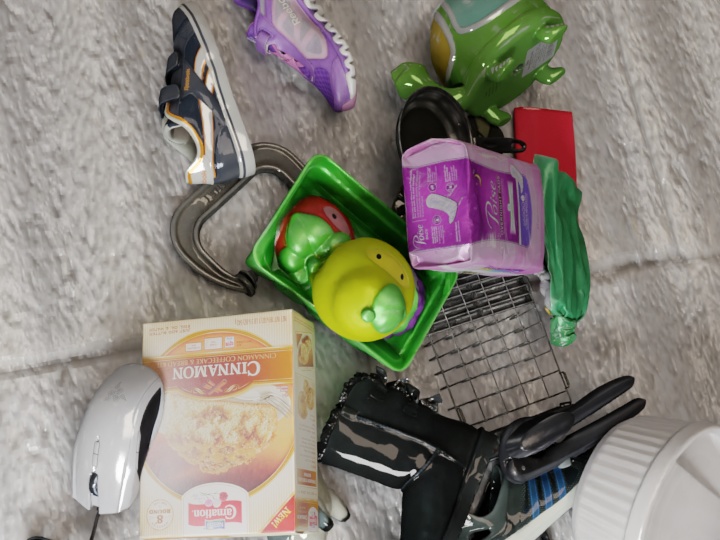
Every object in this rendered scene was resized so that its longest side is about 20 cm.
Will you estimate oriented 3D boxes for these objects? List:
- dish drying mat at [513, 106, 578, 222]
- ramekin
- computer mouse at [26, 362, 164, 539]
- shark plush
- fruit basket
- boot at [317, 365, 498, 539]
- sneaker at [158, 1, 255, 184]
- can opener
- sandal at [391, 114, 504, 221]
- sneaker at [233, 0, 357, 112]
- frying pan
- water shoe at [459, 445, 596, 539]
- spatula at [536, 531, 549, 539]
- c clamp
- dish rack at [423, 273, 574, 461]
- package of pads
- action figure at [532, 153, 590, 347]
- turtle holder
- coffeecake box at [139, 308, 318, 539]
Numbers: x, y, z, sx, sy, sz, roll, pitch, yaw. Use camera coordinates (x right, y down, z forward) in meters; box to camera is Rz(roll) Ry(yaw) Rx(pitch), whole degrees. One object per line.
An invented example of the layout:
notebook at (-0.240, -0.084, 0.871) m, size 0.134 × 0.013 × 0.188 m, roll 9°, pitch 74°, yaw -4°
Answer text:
dish drying mat at (0.215, -0.092, 1.260) m, size 0.076 × 0.018 × 0.201 m, roll 5°, pitch 75°, yaw -16°
ramekin at (0.302, 0.242, 1.118) m, size 0.202 × 0.094 × 0.203 m, roll -15°, pitch 112°, yaw -41°
computer mouse at (-0.236, 0.180, 0.983) m, size 0.109 × 0.044 × 0.201 m, roll 9°, pitch 80°, yaw 23°
shark plush at (-0.089, 0.199, 1.057) m, size 0.083 × 0.091 × 0.201 m, roll -30°, pitch 91°, yaw 7°
fruit basket at (0.000, 0.000, 1.050) m, size 0.215 × 0.216 × 0.156 m, roll 34°, pitch 69°, yaw -7°
boot at (0.031, 0.201, 1.056) m, size 0.162 × 0.073 × 0.199 m, roll 25°, pitch 63°, yaw 3°
sneaker at (-0.175, -0.183, 1.122) m, size 0.079 × 0.078 × 0.201 m, roll -17°, pitch 76°, yaw -13°
can opener at (0.222, 0.164, 1.119) m, size 0.199 × 0.079 × 0.064 m, roll -16°, pitch 90°, yaw -32°
sandal at (0.100, -0.095, 1.206) m, size 0.080 × 0.057 × 0.201 m, roll 39°, pitch 53°, yaw 1°
sneaker at (-0.074, -0.252, 1.180) m, size 0.088 × 0.081 × 0.201 m, roll -27°, pitch 80°, yaw -16°
frying pan at (0.101, -0.151, 1.165) m, size 0.190 × 0.031 × 0.115 m, roll -32°, pitch 107°, yaw -41°
water shoe at (0.178, 0.225, 1.133) m, size 0.200 × 0.072 × 0.079 m, roll -38°, pitch 87°, yaw -24°
spatula at (0.214, 0.368, 1.132) m, size 0.056 × 0.021 × 0.201 m, roll -10°, pitch 76°, yaw -33°
c clamp at (-0.092, -0.047, 1.140) m, size 0.200 × 0.027 × 0.171 m, roll -39°, pitch 90°, yaw -24°
dish rack at (0.140, 0.097, 1.166) m, size 0.153 × 0.055 × 0.201 m, roll -15°, pitch 79°, yaw -23°
package of pads at (0.119, -0.058, 1.082) m, size 0.200 × 0.075 × 0.121 m, roll 5°, pitch 79°, yaw -59°
action figure at (0.215, -0.014, 1.186) m, size 0.118 × 0.055 × 0.201 m, roll 24°, pitch 58°, yaw -45°
turtle holder at (0.134, -0.243, 1.224) m, size 0.186 × 0.141 × 0.132 m, roll -46°, pitch 69°, yaw 12°
coffeecake box at (-0.122, 0.147, 1.017) m, size 0.153 × 0.073 × 0.201 m, roll -6°, pitch 75°, yaw 15°
